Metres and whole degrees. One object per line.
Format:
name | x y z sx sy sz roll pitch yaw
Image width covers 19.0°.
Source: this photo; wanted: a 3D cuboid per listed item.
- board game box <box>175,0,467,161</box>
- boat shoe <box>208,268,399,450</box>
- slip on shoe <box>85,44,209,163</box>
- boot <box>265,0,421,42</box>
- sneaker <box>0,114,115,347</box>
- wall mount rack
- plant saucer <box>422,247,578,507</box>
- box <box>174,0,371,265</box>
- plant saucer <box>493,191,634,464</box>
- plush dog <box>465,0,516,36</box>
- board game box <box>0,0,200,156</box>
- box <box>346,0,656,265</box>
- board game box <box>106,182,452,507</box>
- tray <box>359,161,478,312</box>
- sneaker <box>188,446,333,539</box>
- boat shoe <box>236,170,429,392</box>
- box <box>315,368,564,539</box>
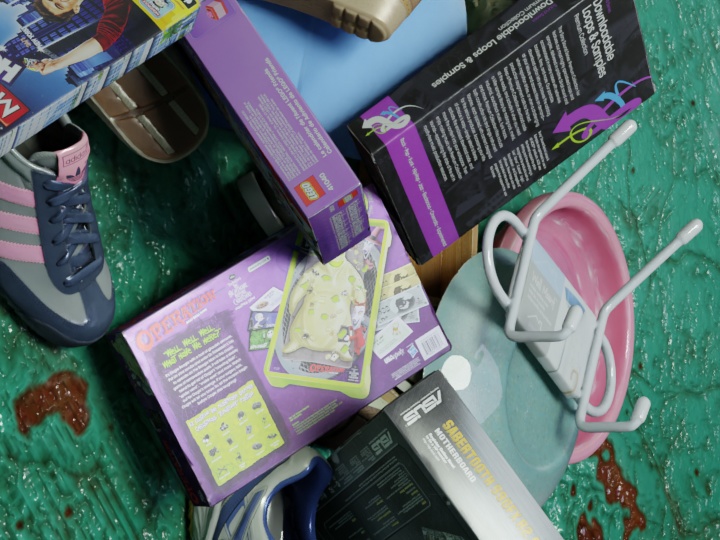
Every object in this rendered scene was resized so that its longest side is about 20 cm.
board game box | -0.033 -0.154 1.381 0.199 0.039 0.159 12 82 -9
boat shoe | -0.030 0.057 1.395 0.200 0.071 0.076 36 49 -42
slip on shoe | -0.159 -0.153 1.267 0.076 0.061 0.200 -38 107 0
boot | -0.030 -0.247 1.349 0.199 0.072 0.167 27 66 -3
sneaker | -0.179 -0.042 1.211 0.070 0.082 0.201 -49 123 -41
wall mount rack | 0.162 0.006 1.456 0.200 0.074 0.174 50 47 -42
plant saucer | 0.110 0.085 1.477 0.201 0.039 0.202 -1 91 -56
box | -0.065 -0.105 1.260 0.200 0.039 0.137 56 -3 10
plant saucer | 0.137 0.042 1.594 0.200 0.051 0.202 0 90 -54
plush dog | 0.107 -0.171 1.463 0.160 0.200 0.172 27 35 -1
board game box | -0.224 -0.137 1.118 0.200 0.062 0.200 42 56 14
box | 0.094 -0.104 1.368 0.200 0.036 0.143 -35 148 -6
board game box | -0.046 0.043 1.315 0.200 0.032 0.120 -31 105 -29
tray | 0.042 -0.074 1.514 0.098 0.037 0.201 13 78 -49
sneaker | -0.066 0.201 1.321 0.075 0.088 0.201 15 77 -50
boat shoe | 0.001 0.001 1.407 0.060 0.072 0.202 -37 114 5
box | 0.045 0.164 1.330 0.048 0.200 0.159 -34 83 -27
